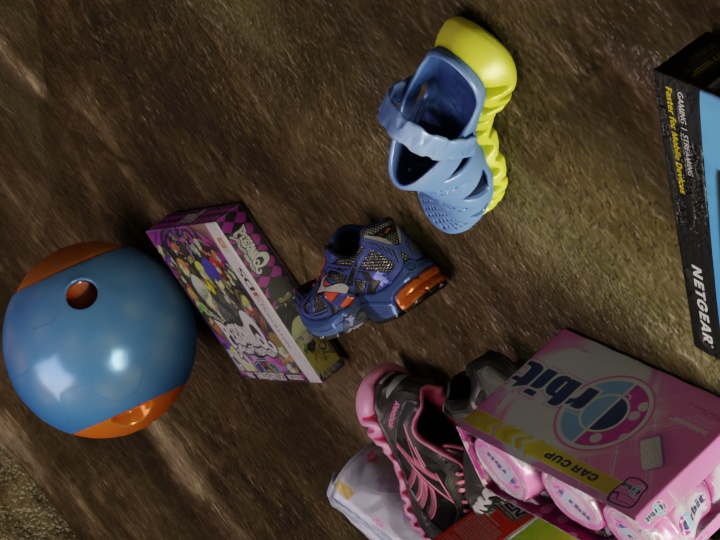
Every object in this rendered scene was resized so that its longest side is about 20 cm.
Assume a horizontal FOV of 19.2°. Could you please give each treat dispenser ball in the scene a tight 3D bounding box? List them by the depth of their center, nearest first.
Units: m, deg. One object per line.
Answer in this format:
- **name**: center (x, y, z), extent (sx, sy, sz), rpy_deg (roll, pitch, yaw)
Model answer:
- **treat dispenser ball**: center (-0.267, 0.070, 2.179), extent (0.201, 0.201, 0.201), rpy_deg (42, 158, 21)

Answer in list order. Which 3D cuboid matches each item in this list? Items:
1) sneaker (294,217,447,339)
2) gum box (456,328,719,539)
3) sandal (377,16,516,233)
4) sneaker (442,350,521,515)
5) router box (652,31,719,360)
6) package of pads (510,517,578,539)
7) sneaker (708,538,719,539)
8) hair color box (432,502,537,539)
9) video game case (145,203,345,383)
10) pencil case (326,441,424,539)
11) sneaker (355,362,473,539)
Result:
- **sneaker**: center (0.000, 0.000, 1.703), extent (0.079, 0.075, 0.200), rpy_deg (62, 151, -5)
- **gum box**: center (0.175, 0.126, 1.463), extent (0.199, 0.113, 0.066), rpy_deg (24, 147, 50)
- **sandal**: center (0.049, -0.084, 1.416), extent (0.079, 0.087, 0.201), rpy_deg (39, 159, 23)
- **sneaker**: center (0.104, 0.123, 1.687), extent (0.091, 0.066, 0.201), rpy_deg (47, 156, 18)
- **router box**: center (0.239, -0.016, 1.158), extent (0.149, 0.051, 0.201), rpy_deg (30, 146, 44)
- **package of pads**: center (0.131, 0.267, 1.560), extent (0.068, 0.200, 0.155), rpy_deg (30, -147, -28)
- **sneaker**: center (0.238, 0.246, 1.548), extent (0.076, 0.105, 0.200), rpy_deg (53, 159, -7)
- **hair color box**: center (0.081, 0.283, 1.798), extent (0.061, 0.199, 0.102), rpy_deg (38, 159, 59)
- **video game case**: center (-0.111, 0.023, 2.007), extent (0.182, 0.036, 0.200), rpy_deg (57, 159, -13)
- **pencil case**: center (0.060, 0.245, 1.945), extent (0.200, 0.091, 0.083), rpy_deg (45, 159, 18)
- **sneaker**: center (0.076, 0.168, 1.823), extent (0.095, 0.079, 0.201), rpy_deg (-4, 125, 52)
